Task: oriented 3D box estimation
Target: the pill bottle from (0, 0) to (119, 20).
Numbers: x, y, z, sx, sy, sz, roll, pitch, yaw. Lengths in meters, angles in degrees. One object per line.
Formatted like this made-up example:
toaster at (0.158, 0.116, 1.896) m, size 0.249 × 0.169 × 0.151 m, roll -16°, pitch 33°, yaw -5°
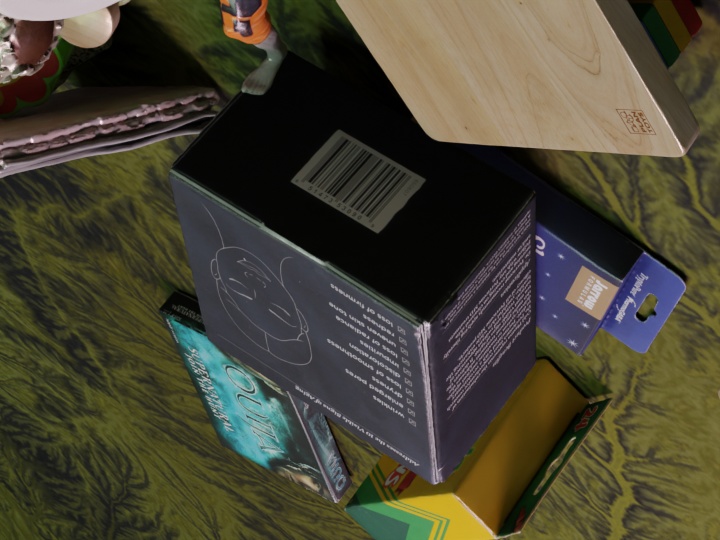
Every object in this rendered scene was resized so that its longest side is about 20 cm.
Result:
pill bottle at (-0.182, -0.250, 1.254) m, size 0.114 × 0.113 × 0.201 m, roll 121°, pitch 130°, yaw -66°

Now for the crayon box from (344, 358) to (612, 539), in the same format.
crayon box at (0.081, 0.131, 1.624) m, size 0.051 × 0.127 × 0.200 m, roll 44°, pitch 154°, yaw -14°

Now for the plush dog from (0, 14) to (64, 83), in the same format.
plush dog at (-0.305, -0.188, 1.408) m, size 0.160 × 0.199 × 0.173 m, roll 38°, pitch 150°, yaw 59°

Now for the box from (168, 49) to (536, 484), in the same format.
box at (0.000, 0.000, 1.438) m, size 0.199 × 0.124 × 0.197 m, roll 31°, pitch 153°, yaw 22°

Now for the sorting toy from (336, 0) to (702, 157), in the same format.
sorting toy at (0.072, -0.160, 1.200) m, size 0.198 × 0.070 × 0.200 m, roll 8°, pitch 142°, yaw 49°

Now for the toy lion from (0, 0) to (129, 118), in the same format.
toy lion at (-0.257, -0.196, 1.509) m, size 0.191 × 0.069 × 0.200 m, roll -19°, pitch 122°, yaw 31°

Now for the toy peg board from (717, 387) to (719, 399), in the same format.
toy peg board at (0.335, 0.103, 1.292) m, size 0.200 × 0.098 × 0.200 m, roll 55°, pitch 155°, yaw 1°

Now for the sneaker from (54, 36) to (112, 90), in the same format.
sneaker at (-0.238, -0.214, 1.565) m, size 0.088 × 0.077 × 0.200 m, roll -16°, pitch 127°, yaw 32°

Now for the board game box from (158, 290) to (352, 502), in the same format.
board game box at (-0.087, 0.109, 1.937) m, size 0.135 × 0.028 × 0.201 m, roll 24°, pitch 152°, yaw 32°

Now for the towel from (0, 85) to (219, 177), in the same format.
towel at (-0.225, -0.096, 1.590) m, size 0.190 × 0.199 × 0.033 m, roll 5°, pitch 107°, yaw 50°

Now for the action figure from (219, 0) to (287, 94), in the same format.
action figure at (-0.090, -0.224, 1.329) m, size 0.201 × 0.104 × 0.194 m, roll 57°, pitch 155°, yaw 23°

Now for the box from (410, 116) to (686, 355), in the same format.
box at (0.106, -0.016, 1.450) m, size 0.199 × 0.032 × 0.121 m, roll 34°, pitch 155°, yaw 8°
